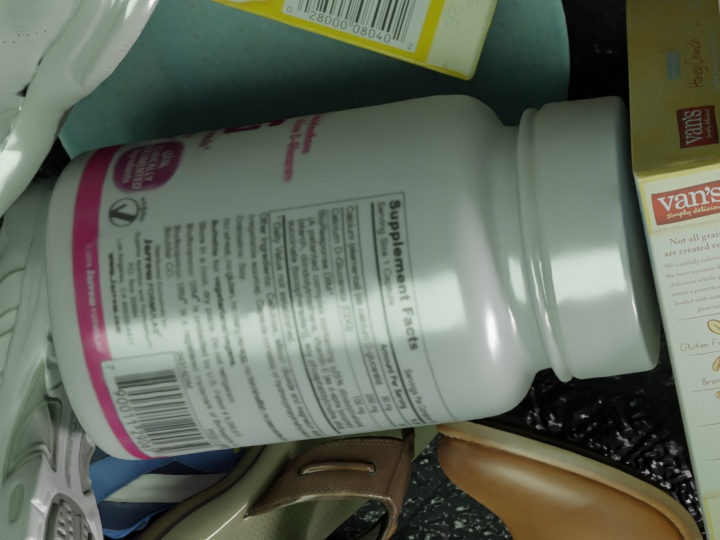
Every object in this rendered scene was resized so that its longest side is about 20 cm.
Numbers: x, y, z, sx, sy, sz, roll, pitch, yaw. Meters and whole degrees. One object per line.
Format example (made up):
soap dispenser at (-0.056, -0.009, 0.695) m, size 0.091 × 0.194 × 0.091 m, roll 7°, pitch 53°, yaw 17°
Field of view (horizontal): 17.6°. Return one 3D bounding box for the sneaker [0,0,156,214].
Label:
sneaker at (-0.141, -0.073, 0.807) m, size 0.088 × 0.075 × 0.200 m, roll 32°, pitch 128°, yaw -13°

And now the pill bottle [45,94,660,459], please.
pill bottle at (0.000, 0.000, 0.819) m, size 0.199 × 0.114 × 0.114 m, roll -8°, pitch 119°, yaw 12°

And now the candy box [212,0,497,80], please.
candy box at (-0.042, -0.141, 0.795) m, size 0.199 × 0.026 × 0.103 m, roll 18°, pitch 121°, yaw -1°

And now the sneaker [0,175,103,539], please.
sneaker at (-0.142, 0.053, 0.851) m, size 0.099 × 0.201 × 0.078 m, roll -6°, pitch 146°, yaw 16°

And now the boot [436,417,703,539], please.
boot at (0.084, 0.155, 0.917) m, size 0.199 × 0.074 × 0.155 m, roll 31°, pitch 87°, yaw -20°

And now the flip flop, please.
flip flop at (-0.020, 0.093, 0.893) m, size 0.057 × 0.200 × 0.081 m, roll 27°, pitch 144°, yaw 35°

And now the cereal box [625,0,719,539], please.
cereal box at (0.130, 0.016, 0.835) m, size 0.039 × 0.144 × 0.201 m, roll -9°, pitch 119°, yaw 10°

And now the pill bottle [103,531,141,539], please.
pill bottle at (-0.042, 0.175, 0.975) m, size 0.199 × 0.112 × 0.113 m, roll 9°, pitch 121°, yaw 4°

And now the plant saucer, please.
plant saucer at (-0.021, -0.086, 0.862) m, size 0.200 × 0.039 × 0.202 m, roll 4°, pitch 121°, yaw 6°

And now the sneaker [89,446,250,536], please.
sneaker at (-0.126, 0.073, 0.945) m, size 0.199 × 0.074 × 0.083 m, roll -6°, pitch 121°, yaw 14°
